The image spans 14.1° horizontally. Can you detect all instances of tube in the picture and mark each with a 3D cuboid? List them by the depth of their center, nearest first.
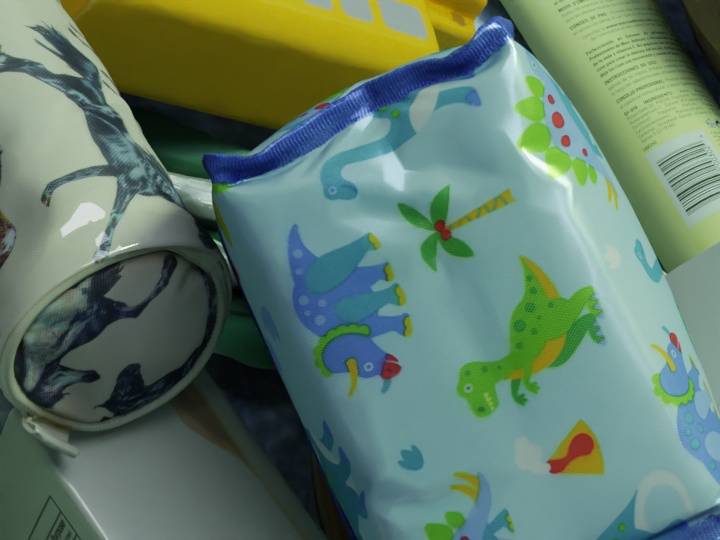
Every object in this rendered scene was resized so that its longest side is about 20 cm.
[{"bbox_3d":[0.107,-0.079,1.177,0.058,0.052,0.201,27,31,-58],"label":"tube"}]

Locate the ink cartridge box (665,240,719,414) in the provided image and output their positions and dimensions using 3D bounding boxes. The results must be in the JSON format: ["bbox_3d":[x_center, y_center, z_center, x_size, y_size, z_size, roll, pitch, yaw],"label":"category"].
[{"bbox_3d":[0.165,0.104,1.013,0.144,0.084,0.201,18,61,-25],"label":"ink cartridge box"}]

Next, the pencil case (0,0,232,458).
[{"bbox_3d":[-0.117,-0.038,0.931,0.078,0.090,0.200,12,35,-49],"label":"pencil case"}]

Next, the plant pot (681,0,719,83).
[{"bbox_3d":[0.206,-0.112,1.204,0.199,0.093,0.202,11,55,-15],"label":"plant pot"}]

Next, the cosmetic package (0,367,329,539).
[{"bbox_3d":[-0.043,0.132,0.937,0.071,0.105,0.200,-25,71,-34],"label":"cosmetic package"}]

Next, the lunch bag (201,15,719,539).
[{"bbox_3d":[0.036,0.020,0.917,0.127,0.200,0.171,-24,90,7],"label":"lunch bag"}]

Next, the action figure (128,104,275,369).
[{"bbox_3d":[0.000,0.000,1.077,0.199,0.055,0.119,16,50,-16],"label":"action figure"}]

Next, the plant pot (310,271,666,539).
[{"bbox_3d":[0.064,0.078,1.033,0.199,0.027,0.201,12,66,-27],"label":"plant pot"}]

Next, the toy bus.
[{"bbox_3d":[-0.038,-0.100,1.079,0.199,0.065,0.079,12,49,-41],"label":"toy bus"}]
